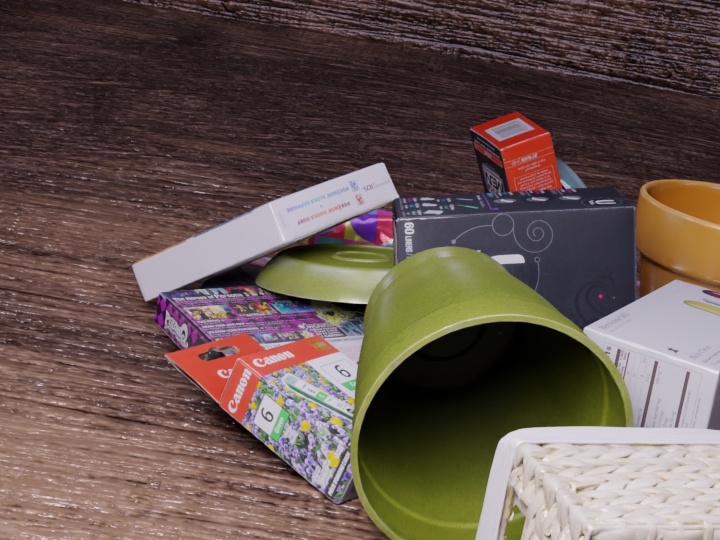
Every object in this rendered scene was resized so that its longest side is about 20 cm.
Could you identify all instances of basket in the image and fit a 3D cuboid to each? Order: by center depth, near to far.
[{"bbox_3d":[0.189,0.190,1.073,0.199,0.136,0.123,3,21,-20],"label":"basket"}]

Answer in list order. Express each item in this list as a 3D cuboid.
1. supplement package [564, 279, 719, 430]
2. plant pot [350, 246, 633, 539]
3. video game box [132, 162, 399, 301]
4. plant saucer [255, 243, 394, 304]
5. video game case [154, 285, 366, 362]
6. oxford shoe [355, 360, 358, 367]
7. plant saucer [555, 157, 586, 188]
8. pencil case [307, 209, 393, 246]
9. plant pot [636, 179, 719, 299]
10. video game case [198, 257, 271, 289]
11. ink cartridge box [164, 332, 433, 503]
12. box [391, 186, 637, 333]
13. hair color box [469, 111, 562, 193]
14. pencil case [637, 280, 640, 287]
[{"bbox_3d":[0.249,0.111,1.296,0.110,0.157,0.200,17,19,27],"label":"supplement package"},{"bbox_3d":[0.079,0.078,1.210,0.199,0.202,0.193,6,25,-11],"label":"plant pot"},{"bbox_3d":[-0.091,-0.037,1.579,0.199,0.047,0.182,-21,-1,39],"label":"video game box"},{"bbox_3d":[0.000,0.000,1.554,0.198,0.031,0.200,3,8,0],"label":"plant saucer"},{"bbox_3d":[-0.057,0.068,1.471,0.199,0.036,0.181,-4,30,-37],"label":"video game case"},{"bbox_3d":[0.095,0.106,1.371,0.198,0.074,0.071,-1,10,-1],"label":"oxford shoe"},{"bbox_3d":[0.244,-0.048,1.812,0.027,0.201,0.200,-30,24,-4],"label":"plant saucer"},{"bbox_3d":[0.041,-0.026,1.793,0.199,0.089,0.088,6,17,-8],"label":"pencil case"},{"bbox_3d":[0.352,0.027,1.601,0.199,0.184,0.200,10,16,-3],"label":"plant pot"},{"bbox_3d":[-0.059,0.027,1.666,0.199,0.023,0.182,10,16,2],"label":"video game case"},{"bbox_3d":[-0.049,0.097,1.309,0.200,0.051,0.109,37,28,25],"label":"ink cartridge box"},{"bbox_3d":[0.128,0.000,1.385,0.198,0.123,0.106,-3,12,0],"label":"box"},{"bbox_3d":[0.181,-0.059,1.760,0.061,0.201,0.102,-20,22,-9],"label":"hair color box"},{"bbox_3d":[0.184,0.035,1.666,0.199,0.088,0.087,7,16,-3],"label":"pencil case"}]
